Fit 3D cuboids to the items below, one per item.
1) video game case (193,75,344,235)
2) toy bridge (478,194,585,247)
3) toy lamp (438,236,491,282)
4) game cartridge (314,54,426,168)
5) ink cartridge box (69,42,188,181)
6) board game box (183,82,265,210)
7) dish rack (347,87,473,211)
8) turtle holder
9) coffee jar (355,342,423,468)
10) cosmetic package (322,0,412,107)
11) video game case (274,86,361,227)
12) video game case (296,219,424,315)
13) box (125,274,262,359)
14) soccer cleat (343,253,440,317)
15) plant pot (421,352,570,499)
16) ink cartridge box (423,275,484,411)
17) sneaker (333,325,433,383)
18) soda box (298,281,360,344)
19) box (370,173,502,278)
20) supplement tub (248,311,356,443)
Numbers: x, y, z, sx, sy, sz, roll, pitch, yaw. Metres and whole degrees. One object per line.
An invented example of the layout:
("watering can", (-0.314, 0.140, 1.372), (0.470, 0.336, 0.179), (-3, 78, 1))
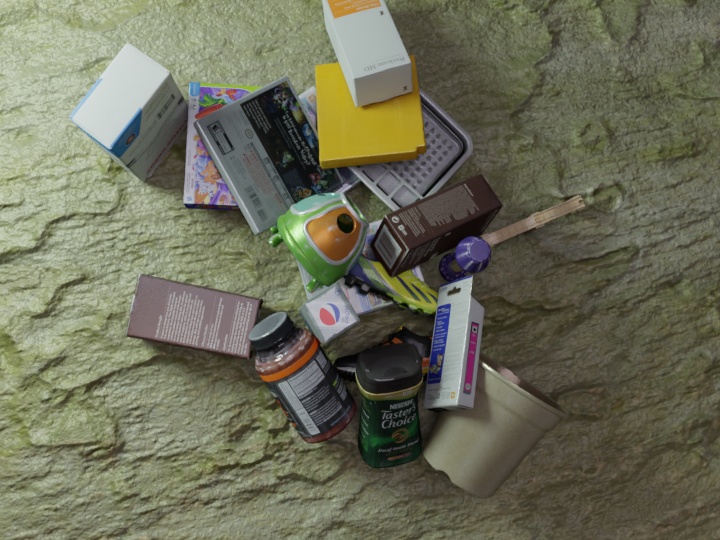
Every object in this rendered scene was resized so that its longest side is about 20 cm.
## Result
("video game case", (-0.144, -0.187, 1.260), (0.181, 0.023, 0.201), (-33, 99, -25))
("toy bridge", (0.292, -0.081, 1.329), (0.198, 0.067, 0.027), (-22, 87, -7))
("toy lamp", (0.167, -0.018, 1.245), (0.057, 0.200, 0.059), (1, 84, -6))
("game cartridge", (0.014, -0.264, 1.291), (0.174, 0.033, 0.202), (-5, 64, 3))
("ink cartridge box", (-0.352, -0.241, 1.224), (0.084, 0.200, 0.147), (35, 82, 2))
("board game box", (-0.218, -0.202, 1.285), (0.133, 0.045, 0.203), (2, 84, -6))
("dish rack", (0.077, -0.199, 1.322), (0.171, 0.044, 0.200), (43, 73, 1))
("turtle holder", (-0.051, -0.052, 1.226), (0.131, 0.185, 0.141), (-40, 74, 8))
("coffee jar", (0.046, 0.209, 1.220), (0.103, 0.086, 0.202), (-10, 123, -12))
("cosmetic package", (0.010, -0.377, 1.293), (0.100, 0.071, 0.201), (-17, 60, -5))
("video game case", (-0.106, -0.185, 1.328), (0.199, 0.023, 0.183), (-36, 88, -7))
("video game case", (0.000, 0.000, 1.321), (0.198, 0.018, 0.145), (-17, 85, -6))
("box", (-0.265, 0.076, 1.256), (0.198, 0.075, 0.101), (12, 84, -5))
("soccer cleat", (0.066, 0.017, 1.284), (0.198, 0.065, 0.084), (23, 80, -2))
("plant pot", (0.199, 0.249, 1.240), (0.199, 0.200, 0.185), (31, 94, -1))
("ink cartridge box", (0.146, 0.114, 1.203), (0.037, 0.094, 0.202), (15, 73, -25))
("sneaker", (0.052, 0.137, 1.294), (0.198, 0.070, 0.091), (0, 70, -5))
("soda box", (-0.051, 0.070, 1.199), (0.063, 0.200, 0.069), (-31, 89, -8))
("box", (0.122, -0.073, 1.263), (0.199, 0.100, 0.075), (-27, 73, -25))
("supplement tub", (-0.095, 0.165, 1.224), (0.106, 0.107, 0.201), (-33, 108, -7))
